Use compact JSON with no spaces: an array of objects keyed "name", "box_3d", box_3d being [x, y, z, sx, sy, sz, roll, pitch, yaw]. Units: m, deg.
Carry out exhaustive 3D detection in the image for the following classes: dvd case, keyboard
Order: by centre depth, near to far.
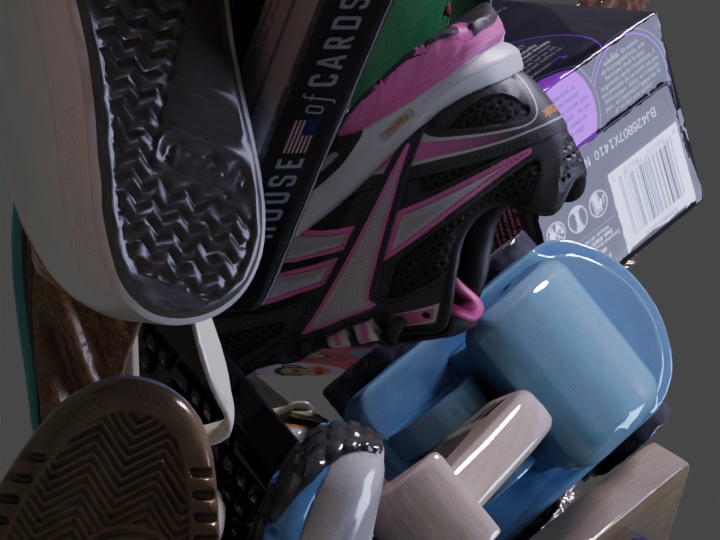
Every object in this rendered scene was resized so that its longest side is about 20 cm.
[{"name":"dvd case","box_3d":[-0.041,-0.113,0.683,0.151,0.025,0.201,114,-35,-44]},{"name":"keyboard","box_3d":[-0.060,0.082,0.843,0.200,0.039,0.104,48,-46,36]}]

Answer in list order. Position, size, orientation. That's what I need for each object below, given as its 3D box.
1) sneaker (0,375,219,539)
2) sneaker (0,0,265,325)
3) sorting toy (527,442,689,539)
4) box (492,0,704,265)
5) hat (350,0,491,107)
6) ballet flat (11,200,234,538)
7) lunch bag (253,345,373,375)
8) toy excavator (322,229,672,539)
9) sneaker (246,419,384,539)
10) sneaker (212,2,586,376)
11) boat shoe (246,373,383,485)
[{"name":"sneaker","box_3d":[-0.080,0.123,0.714,0.112,0.071,0.201,-68,170,-84]},{"name":"sneaker","box_3d":[-0.074,-0.087,0.632,0.085,0.072,0.201,3,-84,57]},{"name":"sorting toy","box_3d":[0.072,0.199,0.954,0.200,0.069,0.200,-31,140,-47]},{"name":"box","box_3d":[0.050,-0.063,1.210,0.199,0.122,0.107,12,-52,47]},{"name":"hat","box_3d":[0.004,-0.138,1.001,0.201,0.165,0.176,66,-18,-10]},{"name":"ballet flat","box_3d":[-0.078,0.057,0.796,0.068,0.072,0.201,-88,-176,-63]},{"name":"lunch bag","box_3d":[-0.034,0.003,1.097,0.200,0.175,0.082,108,-14,-79]},{"name":"toy excavator","box_3d":[0.050,0.055,0.911,0.100,0.194,0.200,51,-20,1]},{"name":"sneaker","box_3d":[-0.006,0.140,0.697,0.075,0.086,0.201,-59,162,-71]},{"name":"sneaker","box_3d":[0.000,0.000,0.896,0.200,0.086,0.080,-44,176,27]},{"name":"boat shoe","box_3d":[-0.029,0.087,1.002,0.200,0.075,0.069,43,-31,36]}]
